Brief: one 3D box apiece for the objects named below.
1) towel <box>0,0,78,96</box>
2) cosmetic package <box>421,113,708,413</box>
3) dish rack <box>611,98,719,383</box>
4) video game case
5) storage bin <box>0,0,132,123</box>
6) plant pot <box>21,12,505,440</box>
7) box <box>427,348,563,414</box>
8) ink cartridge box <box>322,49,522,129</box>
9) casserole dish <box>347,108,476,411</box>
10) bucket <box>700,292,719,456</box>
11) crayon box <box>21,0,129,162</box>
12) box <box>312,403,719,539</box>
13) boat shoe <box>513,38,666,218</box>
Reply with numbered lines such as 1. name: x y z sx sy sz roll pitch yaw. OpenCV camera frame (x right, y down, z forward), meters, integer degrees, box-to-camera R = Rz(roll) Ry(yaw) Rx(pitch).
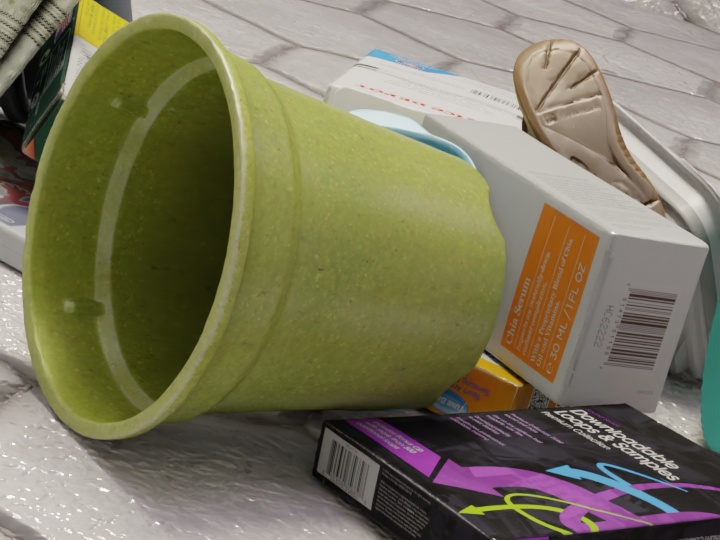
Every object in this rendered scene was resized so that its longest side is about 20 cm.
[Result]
1. towel: -0.251 -0.169 1.453 0.192 0.201 0.035 29 -8 40
2. cosmetic package: 0.098 -0.007 1.352 0.071 0.102 0.200 7 17 -32
3. dish rack: 0.174 -0.022 1.550 0.043 0.172 0.200 -28 44 -14
4. video game case: -0.207 -0.049 1.459 0.199 0.023 0.182 26 17 30
5. storage bin: -0.245 -0.162 1.571 0.133 0.147 0.200 -3 5 15
6. plant pot: -0.037 -0.007 1.171 0.183 0.202 0.200 11 15 -35
7. box: 0.081 0.049 1.404 0.118 0.042 0.200 25 14 27
8. ink cartridge box: 0.050 -0.095 1.795 0.145 0.087 0.200 18 16 6
9. casserole dish: 0.000 0.000 1.314 0.120 0.039 0.201 9 55 -1
10. bucket: 0.285 0.037 1.373 0.134 0.209 0.207 16 15 -4
11. crayon box: -0.104 -0.072 1.462 0.199 0.051 0.127 31 28 -19
12. box: 0.097 0.108 1.170 0.199 0.036 0.143 0 19 -37
13. boat shoe: 0.134 -0.037 1.448 0.072 0.201 0.072 -14 -22 -9
